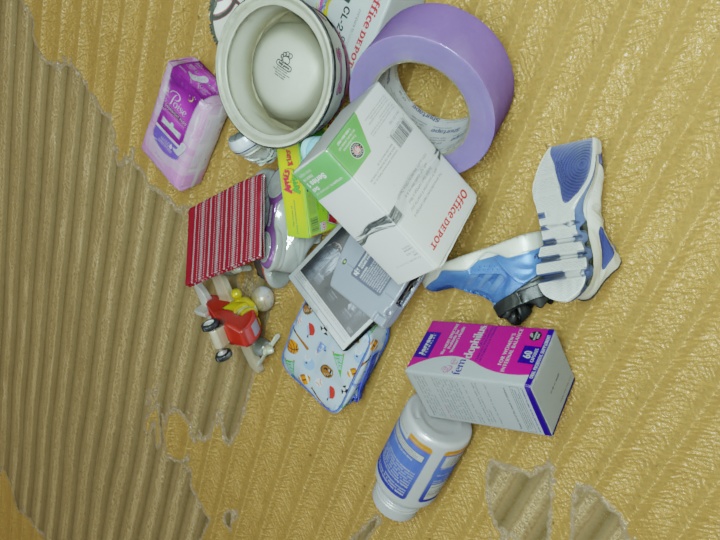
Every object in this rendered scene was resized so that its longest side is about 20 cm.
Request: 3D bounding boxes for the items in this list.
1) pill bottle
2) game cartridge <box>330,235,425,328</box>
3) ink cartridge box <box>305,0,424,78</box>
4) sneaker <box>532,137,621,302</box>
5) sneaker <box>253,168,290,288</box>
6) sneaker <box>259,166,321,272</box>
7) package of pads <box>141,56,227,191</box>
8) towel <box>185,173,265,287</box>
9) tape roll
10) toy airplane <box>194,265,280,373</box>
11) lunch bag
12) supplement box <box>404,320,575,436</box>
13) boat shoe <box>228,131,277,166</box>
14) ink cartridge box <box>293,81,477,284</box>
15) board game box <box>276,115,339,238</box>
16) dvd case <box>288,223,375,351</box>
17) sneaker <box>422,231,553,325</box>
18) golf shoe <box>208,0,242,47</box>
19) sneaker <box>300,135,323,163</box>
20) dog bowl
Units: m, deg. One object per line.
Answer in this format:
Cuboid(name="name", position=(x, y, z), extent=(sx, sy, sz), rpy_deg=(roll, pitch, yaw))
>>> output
Cuboid(name="pill bottle", position=(0.088, 0.296, 1.242), extent=(0.112, 0.111, 0.202), rpy_deg=(38, 127, 21))
Cuboid(name="game cartridge", position=(0.045, -0.035, 1.135), extent=(0.132, 0.041, 0.202), rpy_deg=(36, 94, 33))
Cuboid(name="ink cartridge box", position=(-0.023, -0.380, 1.100), extent=(0.200, 0.082, 0.147), rpy_deg=(42, 128, 20))
Cuboid(name="sneaker", position=(0.271, -0.051, 0.987), extent=(0.079, 0.114, 0.204), rpy_deg=(-3, 76, 37))
Cuboid(name="sneaker", position=(-0.167, -0.071, 1.342), extent=(0.081, 0.076, 0.204), rpy_deg=(14, 113, 45))
Cuboid(name="sneaker", position=(-0.104, -0.095, 1.288), extent=(0.074, 0.098, 0.204), rpy_deg=(20, 98, 53))
Cuboid(name="package of pads", position=(-0.303, -0.252, 1.384), extent=(0.120, 0.075, 0.201), rpy_deg=(44, 128, 15))
Cuboid(name="towel", position=(-0.222, -0.063, 1.303), extent=(0.198, 0.022, 0.148), rpy_deg=(-18, 66, 39))
Cuboid(name="tape roll", position=(0.090, -0.226, 1.014), extent=(0.197, 0.085, 0.202), rpy_deg=(20, 140, 17))
Cuboid(name="toy airplane", position=(-0.219, 0.069, 1.412), extent=(0.201, 0.139, 0.201), rpy_deg=(60, 167, 21))
Cuboid(name="lunch bag", position=(-0.040, 0.129, 1.311), extent=(0.159, 0.075, 0.202), rpy_deg=(37, 125, 20))
Cuboid(name="supplement box", position=(0.177, 0.145, 1.099), extent=(0.197, 0.102, 0.104), rpy_deg=(0, 133, 39))
Cuboid(name="boat shoe", position=(-0.149, -0.197, 1.222), extent=(0.073, 0.201, 0.068), rpy_deg=(-25, 106, 12))
Cuboid(name="ink cartridge box", position=(0.036, -0.105, 0.993), extent=(0.200, 0.147, 0.084), rpy_deg=(46, 142, -16))
Cuboid(name="board game box", position=(-0.075, -0.161, 1.211), extent=(0.047, 0.101, 0.204), rpy_deg=(6, 110, 36))
Cuboid(name="dvd case", position=(0.000, 0.000, 1.211), extent=(0.200, 0.025, 0.151), rpy_deg=(-44, 74, 19))
Cuboid(name="sneaker", position=(0.176, 0.028, 1.092), extent=(0.198, 0.076, 0.113), rpy_deg=(-20, 84, 35))
Cuboid(name="golf shoe", position=(-0.176, -0.422, 1.218), extent=(0.087, 0.077, 0.203), rpy_deg=(30, 124, 18))
Cuboid(name="sneaker", position=(-0.039, -0.146, 1.126), extent=(0.081, 0.200, 0.075), rpy_deg=(23, 80, 11))
Cuboid(name="dog bowl", position=(-0.101, -0.271, 1.084), extent=(0.197, 0.073, 0.205), rpy_deg=(8, 105, 30))
